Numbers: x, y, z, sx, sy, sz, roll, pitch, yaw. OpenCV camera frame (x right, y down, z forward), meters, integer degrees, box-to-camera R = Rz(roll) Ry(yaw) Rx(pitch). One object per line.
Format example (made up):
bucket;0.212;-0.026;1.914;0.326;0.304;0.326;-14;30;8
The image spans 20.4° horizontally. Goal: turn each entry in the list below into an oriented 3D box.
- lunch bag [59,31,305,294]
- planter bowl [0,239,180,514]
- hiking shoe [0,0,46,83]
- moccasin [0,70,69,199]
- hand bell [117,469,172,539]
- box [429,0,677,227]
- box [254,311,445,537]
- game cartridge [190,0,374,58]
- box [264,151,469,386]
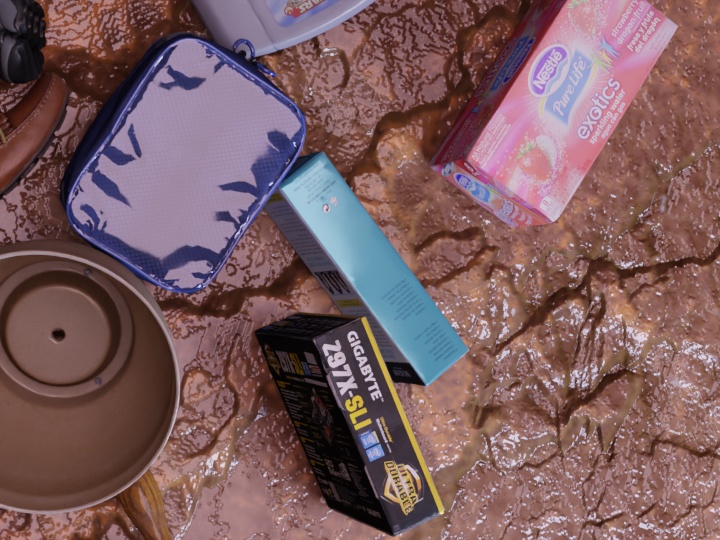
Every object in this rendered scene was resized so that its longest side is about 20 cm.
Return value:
lunch bag;-0.138;-0.092;1.543;0.136;0.132;0.200;36;88;-15
planter bowl;-0.232;0.064;1.496;0.199;0.135;0.201;-1;106;-2
hiking shoe;-0.286;-0.241;1.531;0.086;0.074;0.201;0;75;8
moccasin;-0.305;-0.083;1.528;0.201;0.074;0.078;-42;109;-5
hand bell;-0.151;0.229;1.572;0.104;0.104;0.201;-22;82;-16
box;0.158;-0.143;1.651;0.095;0.103;0.200;35;80;-13
box;-0.012;0.113;1.543;0.049;0.200;0.160;-22;95;-14
game cartridge;-0.045;-0.257;1.586;0.200;0.042;0.134;-30;84;5
box;0.000;0.000;1.610;0.049;0.082;0.200;-39;100;-14
